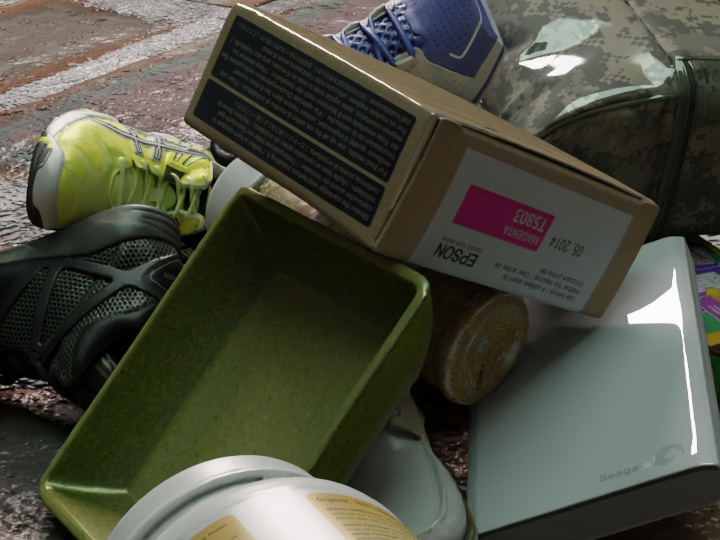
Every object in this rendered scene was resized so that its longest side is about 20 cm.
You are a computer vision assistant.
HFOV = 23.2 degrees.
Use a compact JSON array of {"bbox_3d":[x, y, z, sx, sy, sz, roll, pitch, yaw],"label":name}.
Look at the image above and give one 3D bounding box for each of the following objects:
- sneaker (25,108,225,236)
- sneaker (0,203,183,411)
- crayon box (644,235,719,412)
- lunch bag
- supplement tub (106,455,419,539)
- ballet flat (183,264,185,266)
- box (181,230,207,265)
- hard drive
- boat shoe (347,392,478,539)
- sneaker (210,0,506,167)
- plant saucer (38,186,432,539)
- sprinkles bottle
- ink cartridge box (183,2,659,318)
[{"bbox_3d":[-0.134,-0.057,1.092,0.076,0.076,0.200,13,11,23],"label":"sneaker"},{"bbox_3d":[-0.191,0.046,1.027,0.198,0.076,0.115,-20,57,13],"label":"sneaker"},{"bbox_3d":[0.177,0.029,1.059,0.118,0.059,0.200,-10,24,-18],"label":"crayon box"},{"bbox_3d":[0.137,-0.114,1.101,0.166,0.140,0.201,-4,42,-17],"label":"lunch bag"},{"bbox_3d":[-0.014,0.165,0.648,0.143,0.146,0.200,-13,25,-24],"label":"supplement tub"},{"bbox_3d":[-0.084,0.022,1.082,0.199,0.070,0.070,-27,22,5],"label":"ballet flat"},{"bbox_3d":[-0.099,-0.027,1.226,0.157,0.049,0.200,-14,25,-30],"label":"box"},{"bbox_3d":[0.120,0.064,0.926,0.131,0.026,0.201,-20,29,17],"label":"hard drive"},{"bbox_3d":[0.000,0.092,0.896,0.074,0.069,0.200,-24,24,-9],"label":"boat shoe"},{"bbox_3d":[-0.016,-0.109,1.046,0.115,0.199,0.081,20,39,-51],"label":"sneaker"},{"bbox_3d":[-0.057,0.073,0.875,0.048,0.201,0.200,37,-5,-33],"label":"plant saucer"},{"bbox_3d":[0.000,0.000,0.973,0.068,0.069,0.199,-22,41,-39],"label":"sprinkles bottle"},{"bbox_3d":[0.033,-0.055,0.919,0.199,0.076,0.164,17,14,-48],"label":"ink cartridge box"}]
